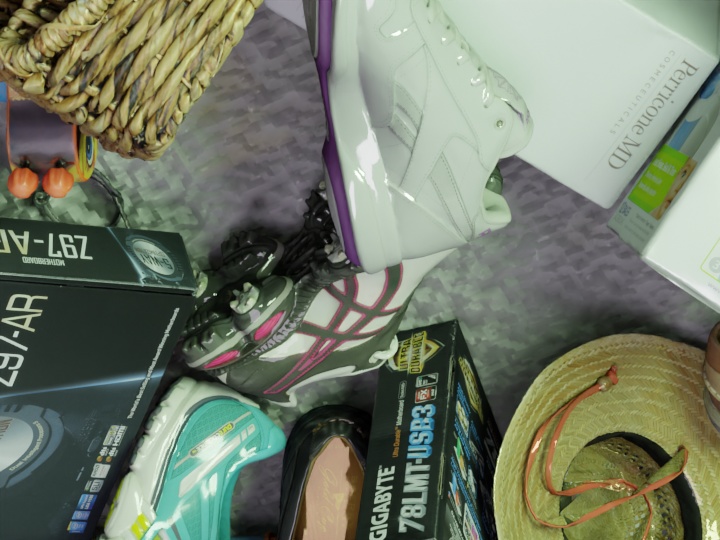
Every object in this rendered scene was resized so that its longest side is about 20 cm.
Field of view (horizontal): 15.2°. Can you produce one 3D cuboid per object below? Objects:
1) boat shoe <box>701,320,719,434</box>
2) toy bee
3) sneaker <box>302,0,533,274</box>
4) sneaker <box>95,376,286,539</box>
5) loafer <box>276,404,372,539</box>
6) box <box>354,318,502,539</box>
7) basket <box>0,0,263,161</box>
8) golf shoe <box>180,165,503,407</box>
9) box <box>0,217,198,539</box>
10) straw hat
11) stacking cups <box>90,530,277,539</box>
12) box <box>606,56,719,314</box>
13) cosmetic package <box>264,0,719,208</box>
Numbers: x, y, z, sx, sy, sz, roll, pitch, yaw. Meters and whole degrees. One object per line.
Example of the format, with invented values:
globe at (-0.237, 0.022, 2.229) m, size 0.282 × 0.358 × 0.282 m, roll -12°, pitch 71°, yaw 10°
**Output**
boat shoe at (0.266, 0.041, 1.344) m, size 0.198 × 0.076 × 0.072 m, roll -11°, pitch 137°, yaw 10°
toy bee at (-0.142, -0.087, 1.305) m, size 0.130 × 0.109 × 0.201 m, roll -20°, pitch 116°, yaw 15°
sneaker at (0.026, -0.095, 1.231) m, size 0.099 × 0.075 × 0.201 m, roll -9°, pitch 126°, yaw -3°
sneaker at (-0.103, 0.157, 1.418) m, size 0.079 × 0.078 × 0.201 m, roll 23°, pitch 88°, yaw 0°
loafer at (-0.019, 0.172, 1.414) m, size 0.072 × 0.072 × 0.202 m, roll -2°, pitch 90°, yaw 2°
box at (0.054, 0.160, 1.376) m, size 0.049 × 0.199 × 0.201 m, roll -14°, pitch 119°, yaw 12°
basket at (-0.106, -0.167, 1.193) m, size 0.148 × 0.143 × 0.201 m, roll 33°, pitch 88°, yaw -14°
golf shoe at (0.000, 0.000, 1.371) m, size 0.199 × 0.078 × 0.088 m, roll -29°, pitch 130°, yaw 27°
box at (-0.189, 0.060, 1.385) m, size 0.159 × 0.044 × 0.201 m, roll 5°, pitch 132°, yaw -27°
straw hat at (0.130, 0.128, 1.410) m, size 0.201 × 0.201 × 0.085 m, roll 46°, pitch 155°, yaw -19°
stacking cups at (-0.069, 0.169, 1.484) m, size 0.198 × 0.061 × 0.061 m, roll -3°, pitch 120°, yaw 3°
box at (0.214, -0.069, 1.230) m, size 0.101 × 0.113 × 0.201 m, roll 33°, pitch 95°, yaw -7°
cosmetic package at (0.064, -0.127, 1.279) m, size 0.199 × 0.074 × 0.102 m, roll 30°, pitch 120°, yaw -9°
